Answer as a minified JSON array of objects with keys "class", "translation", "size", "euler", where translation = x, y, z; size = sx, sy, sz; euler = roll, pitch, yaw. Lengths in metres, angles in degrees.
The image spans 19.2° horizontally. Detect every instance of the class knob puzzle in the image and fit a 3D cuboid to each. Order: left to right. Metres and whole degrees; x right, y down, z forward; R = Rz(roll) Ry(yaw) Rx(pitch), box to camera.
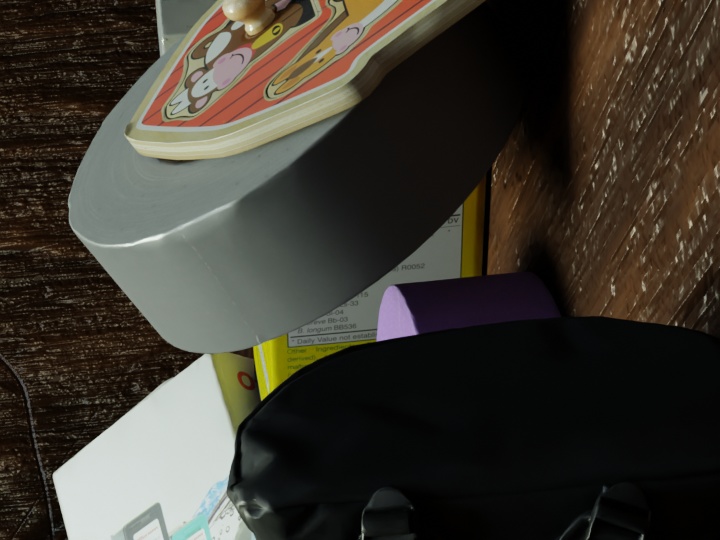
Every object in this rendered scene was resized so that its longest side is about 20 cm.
[{"class":"knob puzzle","translation":[-0.021,-0.117,0.884],"size":[0.031,0.219,0.220],"euler":[51,-171,-26]}]

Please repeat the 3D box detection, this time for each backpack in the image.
[{"class":"backpack","translation":[0.048,0.109,0.681],"size":[0.154,0.161,0.202],"euler":[-91,-7,-60]}]

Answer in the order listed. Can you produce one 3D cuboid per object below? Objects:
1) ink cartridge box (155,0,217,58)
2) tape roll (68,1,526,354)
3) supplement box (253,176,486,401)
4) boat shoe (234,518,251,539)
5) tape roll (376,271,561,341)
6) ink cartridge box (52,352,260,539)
[{"class":"ink cartridge box","translation":[-0.089,-0.135,1.300],"size":[0.201,0.067,0.116],"euler":[-103,9,-59]},{"class":"tape roll","translation":[-0.029,-0.060,0.913],"size":[0.066,0.199,0.201],"euler":[52,-172,-26]},{"class":"supplement box","translation":[0.000,0.000,1.096],"size":[0.110,0.108,0.201],"euler":[-105,13,-53]},{"class":"boat shoe","translation":[-0.026,0.119,1.012],"size":[0.200,0.070,0.064],"euler":[124,166,-60]},{"class":"tape roll","translation":[0.053,0.104,0.928],"size":[0.200,0.065,0.202],"euler":[175,90,-82]},{"class":"ink cartridge box","translation":[-0.058,0.175,1.209],"size":[0.146,0.146,0.201],"euler":[-37,56,28]}]
